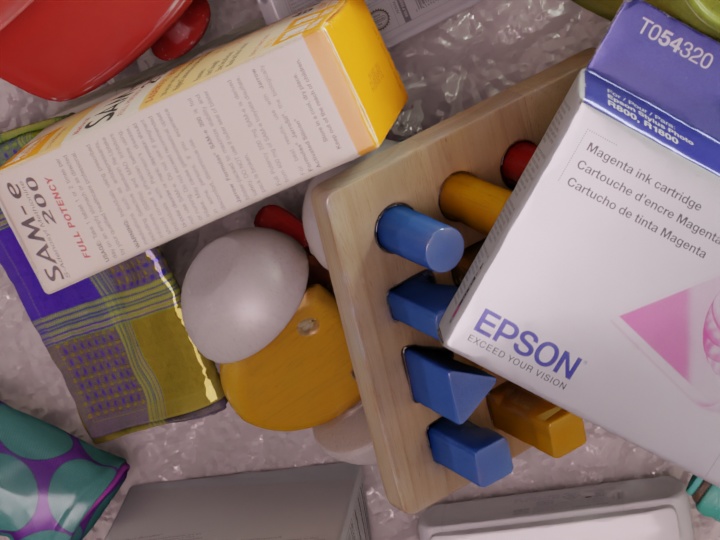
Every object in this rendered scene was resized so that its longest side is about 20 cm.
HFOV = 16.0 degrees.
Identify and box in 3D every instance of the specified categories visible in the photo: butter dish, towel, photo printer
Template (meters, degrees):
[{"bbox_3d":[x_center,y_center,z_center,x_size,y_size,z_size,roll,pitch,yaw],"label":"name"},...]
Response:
[{"bbox_3d":[-0.145,-0.175,1.447,0.199,0.200,0.148,-40,122,15],"label":"butter dish"},{"bbox_3d":[-0.161,0.008,1.518,0.143,0.023,0.200,-12,108,49],"label":"towel"},{"bbox_3d":[0.130,0.234,1.568,0.166,0.069,0.201,-7,104,7],"label":"photo printer"}]

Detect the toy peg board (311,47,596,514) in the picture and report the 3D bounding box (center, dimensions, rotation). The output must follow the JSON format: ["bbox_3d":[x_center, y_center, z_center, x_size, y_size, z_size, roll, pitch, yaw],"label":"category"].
[{"bbox_3d":[0.099,0.015,1.379,0.199,0.098,0.201,-27,118,-25],"label":"toy peg board"}]

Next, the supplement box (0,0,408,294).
[{"bbox_3d":[-0.084,-0.072,1.373,0.200,0.126,0.074,-23,101,13],"label":"supplement box"}]

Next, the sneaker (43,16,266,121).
[{"bbox_3d":[-0.087,-0.087,1.504,0.200,0.075,0.085,-21,101,20],"label":"sneaker"}]

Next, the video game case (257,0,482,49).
[{"bbox_3d":[-0.017,-0.220,1.444,0.143,0.018,0.201,-29,104,-30],"label":"video game case"}]

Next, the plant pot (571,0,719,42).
[{"bbox_3d":[0.182,-0.195,1.359,0.186,0.200,0.188,-3,113,-8],"label":"plant pot"}]

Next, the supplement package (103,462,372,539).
[{"bbox_3d":[-0.070,0.222,1.516,0.151,0.200,0.151,-7,105,7],"label":"supplement package"}]

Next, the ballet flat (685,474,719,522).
[{"bbox_3d":[0.226,0.099,1.456,0.070,0.200,0.067,32,112,-1],"label":"ballet flat"}]

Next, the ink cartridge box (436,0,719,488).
[{"bbox_3d":[0.171,-0.007,1.305,0.196,0.043,0.200,26,103,-10],"label":"ink cartridge box"}]

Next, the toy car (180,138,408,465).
[{"bbox_3d":[0.000,0.000,1.482,0.200,0.150,0.175,-35,127,17],"label":"toy car"}]

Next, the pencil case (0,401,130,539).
[{"bbox_3d":[-0.246,0.110,1.563,0.200,0.092,0.085,27,74,-1],"label":"pencil case"}]
